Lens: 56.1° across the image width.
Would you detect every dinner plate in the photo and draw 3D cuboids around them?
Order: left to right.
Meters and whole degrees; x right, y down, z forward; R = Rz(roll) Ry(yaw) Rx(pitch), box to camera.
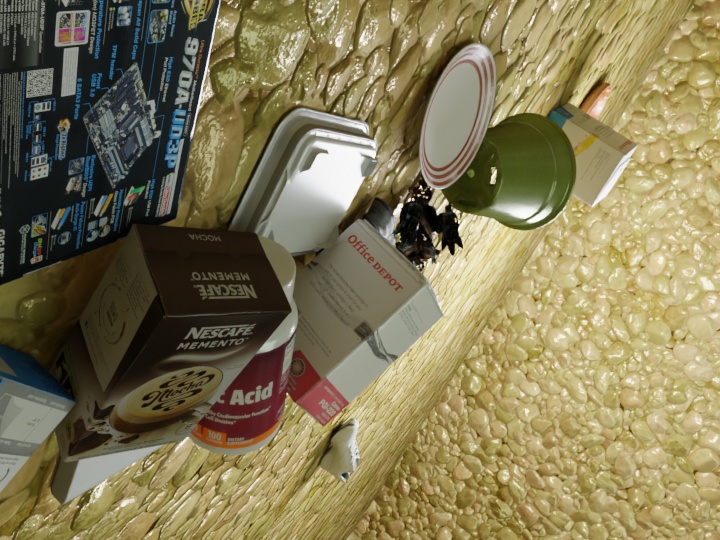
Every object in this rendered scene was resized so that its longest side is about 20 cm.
[{"bbox_3d":[0.132,-0.214,0.944,0.199,0.024,0.204,-38,140,-40],"label":"dinner plate"}]

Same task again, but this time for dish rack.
[{"bbox_3d":[-0.052,-0.082,0.735,0.174,0.043,0.199,-60,161,18],"label":"dish rack"}]

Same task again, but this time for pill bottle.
[{"bbox_3d":[-0.122,0.074,0.673,0.114,0.113,0.204,-34,145,-46],"label":"pill bottle"}]

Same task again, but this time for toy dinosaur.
[{"bbox_3d":[0.087,-0.073,1.040,0.100,0.205,0.136,-11,-170,-7],"label":"toy dinosaur"}]

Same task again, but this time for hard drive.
[{"bbox_3d":[-0.230,0.154,0.730,0.199,0.026,0.134,-24,145,-59],"label":"hard drive"}]

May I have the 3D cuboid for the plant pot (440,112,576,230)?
[{"bbox_3d":[0.227,-0.163,1.121,0.188,0.200,0.203,-9,134,-48],"label":"plant pot"}]

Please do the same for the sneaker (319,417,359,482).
[{"bbox_3d":[-0.033,0.441,1.663,0.074,0.087,0.203,-32,151,-44],"label":"sneaker"}]

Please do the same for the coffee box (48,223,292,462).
[{"bbox_3d":[-0.158,0.061,0.536,0.112,0.081,0.200,1,140,-45],"label":"coffee box"}]

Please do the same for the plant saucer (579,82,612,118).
[{"bbox_3d":[0.627,-0.429,1.876,0.201,0.032,0.202,-47,160,-22],"label":"plant saucer"}]

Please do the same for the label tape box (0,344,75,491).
[{"bbox_3d":[-0.305,0.135,0.440,0.201,0.063,0.145,-51,162,-11],"label":"label tape box"}]

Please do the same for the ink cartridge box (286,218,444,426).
[{"bbox_3d":[-0.021,0.057,0.806,0.199,0.146,0.085,-42,141,-4],"label":"ink cartridge box"}]

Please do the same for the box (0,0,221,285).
[{"bbox_3d":[-0.165,-0.099,0.403,0.158,0.046,0.203,-33,152,-50],"label":"box"}]

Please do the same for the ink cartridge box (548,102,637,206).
[{"bbox_3d":[0.525,-0.277,1.610,0.146,0.199,0.147,-28,150,-52],"label":"ink cartridge box"}]

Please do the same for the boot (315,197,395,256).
[{"bbox_3d":[0.000,0.000,0.971,0.131,0.069,0.202,-42,160,-29],"label":"boot"}]
